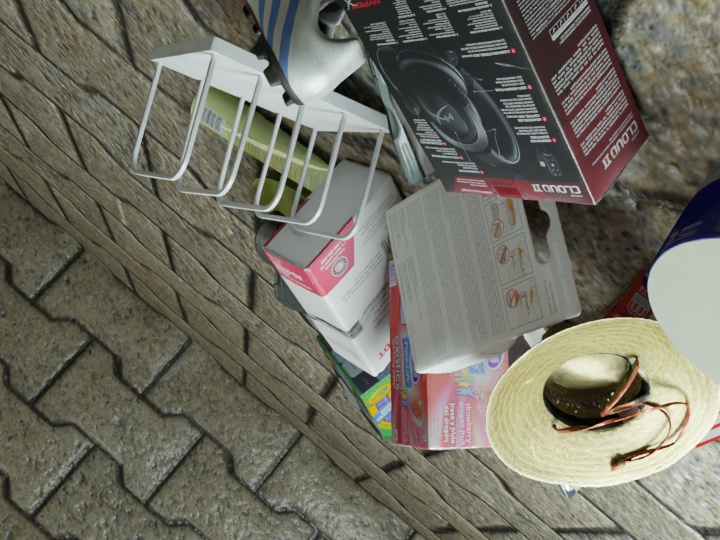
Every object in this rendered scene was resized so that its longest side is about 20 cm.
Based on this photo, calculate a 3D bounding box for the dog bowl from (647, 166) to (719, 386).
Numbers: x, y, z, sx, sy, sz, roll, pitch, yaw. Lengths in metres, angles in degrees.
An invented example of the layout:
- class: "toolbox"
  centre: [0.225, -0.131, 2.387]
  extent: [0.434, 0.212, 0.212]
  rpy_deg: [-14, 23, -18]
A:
- class: "dog bowl"
  centre: [0.292, 0.020, 0.530]
  extent: [0.199, 0.079, 0.201]
  rpy_deg: [36, 160, 15]

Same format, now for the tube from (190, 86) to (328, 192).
- class: "tube"
  centre: [-0.110, -0.152, 0.983]
  extent: [0.199, 0.052, 0.058]
  rpy_deg: [35, -158, 9]

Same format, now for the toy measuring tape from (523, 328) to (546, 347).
- class: "toy measuring tape"
  centre: [0.149, 0.016, 0.782]
  extent: [0.201, 0.073, 0.074]
  rpy_deg: [54, 161, 0]

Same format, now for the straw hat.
- class: "straw hat"
  centre: [0.195, 0.091, 0.700]
  extent: [0.202, 0.200, 0.085]
  rpy_deg: [53, -162, -32]

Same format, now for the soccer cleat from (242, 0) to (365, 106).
- class: "soccer cleat"
  centre: [-0.059, -0.226, 0.675]
  extent: [0.201, 0.086, 0.070]
  rpy_deg: [65, -173, 20]

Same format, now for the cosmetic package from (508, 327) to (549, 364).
- class: "cosmetic package"
  centre: [0.211, 0.144, 0.968]
  extent: [0.200, 0.071, 0.101]
  rpy_deg: [51, 158, -25]

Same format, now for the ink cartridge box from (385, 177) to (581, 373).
- class: "ink cartridge box"
  centre: [0.108, -0.011, 0.711]
  extent: [0.050, 0.163, 0.199]
  rpy_deg: [3, 160, -39]

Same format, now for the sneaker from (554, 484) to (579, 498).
- class: "sneaker"
  centre: [0.210, 0.220, 1.082]
  extent: [0.199, 0.071, 0.073]
  rpy_deg: [31, 159, 27]

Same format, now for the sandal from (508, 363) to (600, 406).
- class: "sandal"
  centre: [0.231, 0.148, 0.869]
  extent: [0.202, 0.050, 0.082]
  rpy_deg: [35, -178, -28]

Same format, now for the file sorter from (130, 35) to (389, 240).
- class: "file sorter"
  centre: [-0.097, -0.118, 0.775]
  extent: [0.199, 0.126, 0.138]
  rpy_deg: [18, 178, -36]

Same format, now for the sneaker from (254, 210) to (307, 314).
- class: "sneaker"
  centre: [-0.076, 0.006, 1.129]
  extent: [0.090, 0.076, 0.201]
  rpy_deg: [22, 157, 30]

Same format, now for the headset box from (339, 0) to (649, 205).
- class: "headset box"
  centre: [0.094, -0.133, 0.565]
  extent: [0.148, 0.077, 0.201]
  rpy_deg: [13, 144, 53]

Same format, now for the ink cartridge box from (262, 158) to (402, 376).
- class: "ink cartridge box"
  centre: [0.000, 0.000, 0.943]
  extent: [0.084, 0.145, 0.201]
  rpy_deg: [25, 155, 42]

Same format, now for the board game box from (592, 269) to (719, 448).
- class: "board game box"
  centre: [0.278, 0.094, 0.767]
  extent: [0.151, 0.046, 0.200]
  rpy_deg: [37, 161, 12]

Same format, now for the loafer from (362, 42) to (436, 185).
- class: "loafer"
  centre: [0.043, -0.157, 0.673]
  extent: [0.201, 0.062, 0.072]
  rpy_deg: [67, -173, -50]

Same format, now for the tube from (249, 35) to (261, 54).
- class: "tube"
  centre: [-0.083, -0.203, 0.817]
  extent: [0.077, 0.051, 0.200]
  rpy_deg: [41, 166, -10]

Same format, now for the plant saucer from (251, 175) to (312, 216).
- class: "plant saucer"
  centre: [-0.062, -0.060, 1.108]
  extent: [0.199, 0.031, 0.200]
  rpy_deg: [37, 162, 14]

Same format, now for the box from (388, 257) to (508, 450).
- class: "box"
  centre: [0.090, 0.080, 0.853]
  extent: [0.094, 0.202, 0.103]
  rpy_deg: [2, 170, -19]

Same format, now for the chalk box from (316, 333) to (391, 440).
- class: "chalk box"
  centre: [0.029, 0.124, 1.161]
  extent: [0.125, 0.123, 0.201]
  rpy_deg: [48, 168, 35]
